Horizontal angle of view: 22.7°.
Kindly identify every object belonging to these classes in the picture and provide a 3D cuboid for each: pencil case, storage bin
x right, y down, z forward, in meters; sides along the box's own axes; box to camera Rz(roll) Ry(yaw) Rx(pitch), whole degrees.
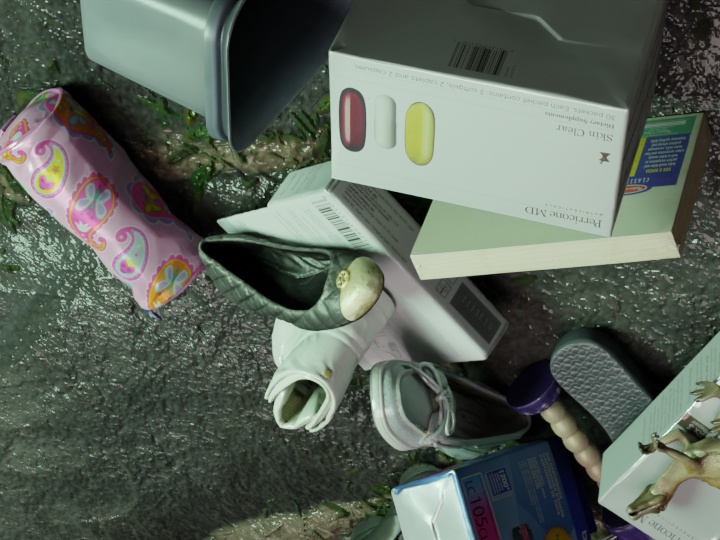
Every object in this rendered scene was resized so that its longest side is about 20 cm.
[{"bbox_3d":[-0.211,-0.056,1.476,0.087,0.088,0.200,-22,121,38],"label":"pencil case"},{"bbox_3d":[-0.094,-0.189,1.226,0.133,0.200,0.146,22,138,19],"label":"storage bin"}]

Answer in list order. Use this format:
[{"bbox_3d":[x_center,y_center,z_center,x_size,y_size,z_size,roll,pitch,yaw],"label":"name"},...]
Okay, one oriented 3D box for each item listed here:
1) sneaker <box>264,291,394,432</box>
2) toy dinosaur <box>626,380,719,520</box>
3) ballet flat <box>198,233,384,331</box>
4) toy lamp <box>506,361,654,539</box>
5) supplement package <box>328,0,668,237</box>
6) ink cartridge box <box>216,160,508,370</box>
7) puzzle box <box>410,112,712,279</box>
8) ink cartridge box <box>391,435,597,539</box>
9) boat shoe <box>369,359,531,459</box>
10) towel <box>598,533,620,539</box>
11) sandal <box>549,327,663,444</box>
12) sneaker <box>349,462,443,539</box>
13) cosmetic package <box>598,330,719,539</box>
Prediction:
[{"bbox_3d":[-0.050,0.081,1.480,0.073,0.116,0.200,35,155,-7],"label":"sneaker"},{"bbox_3d":[0.283,0.133,1.344,0.199,0.059,0.101,-17,130,29],"label":"toy dinosaur"},{"bbox_3d":[-0.058,0.007,1.415,0.199,0.067,0.057,6,157,47],"label":"ballet flat"},{"bbox_3d":[0.199,0.165,1.521,0.058,0.058,0.200,-22,121,38],"label":"toy lamp"},{"bbox_3d":[0.094,-0.131,1.210,0.198,0.156,0.112,12,136,13],"label":"supplement package"},{"bbox_3d":[0.000,0.000,1.464,0.200,0.044,0.173,46,153,-21],"label":"ink cartridge box"},{"bbox_3d":[0.144,-0.053,1.280,0.198,0.134,0.026,-4,130,28],"label":"puzzle box"},{"bbox_3d":[0.126,0.221,1.513,0.076,0.199,0.138,-19,84,37],"label":"ink cartridge box"},{"bbox_3d":[0.071,0.113,1.472,0.064,0.075,0.202,-15,157,27],"label":"boat shoe"},{"bbox_3d":[0.253,0.326,1.657,0.146,0.024,0.200,-35,114,24],"label":"towel"},{"bbox_3d":[0.234,0.120,1.479,0.076,0.043,0.201,-26,112,29],"label":"sandal"},{"bbox_3d":[0.041,0.254,1.654,0.076,0.091,0.200,31,135,-3],"label":"sneaker"},{"bbox_3d":[0.284,0.128,1.403,0.101,0.074,0.201,32,120,-7],"label":"cosmetic package"}]
